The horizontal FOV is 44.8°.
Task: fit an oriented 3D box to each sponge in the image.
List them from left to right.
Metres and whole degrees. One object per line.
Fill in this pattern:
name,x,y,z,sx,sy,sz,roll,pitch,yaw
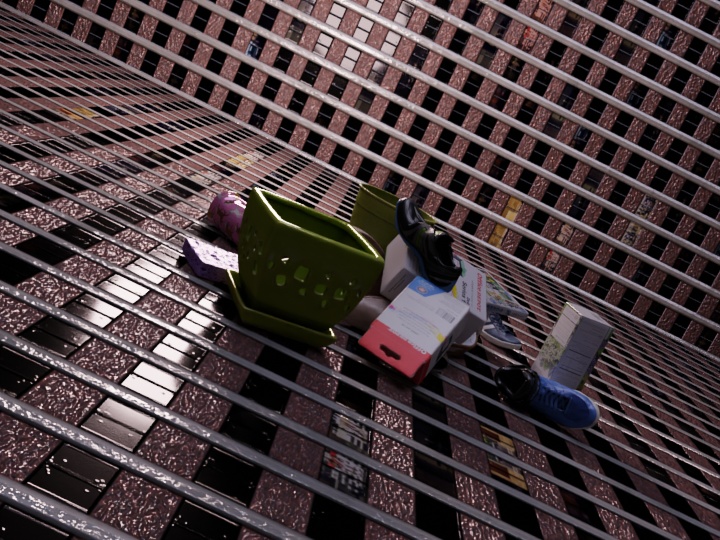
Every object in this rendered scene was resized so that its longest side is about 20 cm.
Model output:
sponge,-0.212,0.002,1.553,0.198,0.030,0.112,19,14,-32

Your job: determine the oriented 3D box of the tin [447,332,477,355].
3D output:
tin,0.167,0.109,1.750,0.199,0.042,0.113,13,62,-48

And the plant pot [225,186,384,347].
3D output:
plant pot,-0.106,0.002,1.411,0.198,0.183,0.199,21,13,-25

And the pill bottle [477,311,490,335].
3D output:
pill bottle,0.187,0.066,1.941,0.198,0.110,0.109,27,12,2

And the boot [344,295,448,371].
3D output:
boot,0.067,0.119,1.579,0.198,0.071,0.147,10,27,-29

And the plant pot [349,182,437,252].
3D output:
plant pot,0.048,-0.070,2.022,0.198,0.195,0.201,24,12,-5

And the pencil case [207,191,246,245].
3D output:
pencil case,-0.233,-0.092,1.785,0.199,0.083,0.086,36,7,40

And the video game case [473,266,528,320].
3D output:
video game case,0.247,0.034,1.903,0.181,0.022,0.200,16,20,-29

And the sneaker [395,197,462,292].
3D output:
sneaker,0.129,-0.055,1.596,0.070,0.083,0.201,0,53,-43

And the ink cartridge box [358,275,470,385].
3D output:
ink cartridge box,0.088,0.112,1.499,0.116,0.068,0.200,32,49,18

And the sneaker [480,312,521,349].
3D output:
sneaker,0.305,0.111,2.066,0.199,0.085,0.075,33,14,29

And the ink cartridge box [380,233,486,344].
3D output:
ink cartridge box,0.144,0.026,1.675,0.199,0.084,0.146,33,36,-18

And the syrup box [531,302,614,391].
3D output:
syrup box,0.407,0.174,1.725,0.081,0.202,0.079,20,13,-18

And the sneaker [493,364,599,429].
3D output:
sneaker,0.339,0.234,1.619,0.199,0.077,0.111,29,5,31

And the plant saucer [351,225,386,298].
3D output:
plant saucer,0.000,0.000,1.685,0.199,0.036,0.203,25,53,-39
